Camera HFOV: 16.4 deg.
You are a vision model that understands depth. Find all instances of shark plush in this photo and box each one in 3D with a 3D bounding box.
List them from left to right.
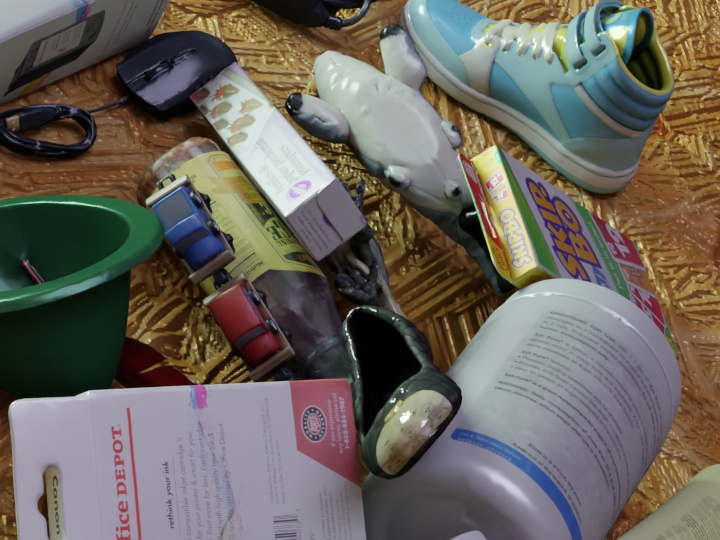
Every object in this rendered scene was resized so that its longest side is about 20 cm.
[{"bbox_3d":[0.042,-0.074,1.621,0.200,0.083,0.091,39,77,12],"label":"shark plush"}]

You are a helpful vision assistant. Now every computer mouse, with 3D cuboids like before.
[{"bbox_3d":[-0.151,-0.115,1.585,0.059,0.034,0.200,47,44,15],"label":"computer mouse"}]

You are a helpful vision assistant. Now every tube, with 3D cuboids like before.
[{"bbox_3d":[0.182,0.168,1.472,0.058,0.052,0.200,36,28,13],"label":"tube"}]

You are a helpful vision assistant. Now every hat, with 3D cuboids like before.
[{"bbox_3d":[-0.171,0.067,1.411,0.200,0.176,0.166,6,27,33],"label":"hat"}]

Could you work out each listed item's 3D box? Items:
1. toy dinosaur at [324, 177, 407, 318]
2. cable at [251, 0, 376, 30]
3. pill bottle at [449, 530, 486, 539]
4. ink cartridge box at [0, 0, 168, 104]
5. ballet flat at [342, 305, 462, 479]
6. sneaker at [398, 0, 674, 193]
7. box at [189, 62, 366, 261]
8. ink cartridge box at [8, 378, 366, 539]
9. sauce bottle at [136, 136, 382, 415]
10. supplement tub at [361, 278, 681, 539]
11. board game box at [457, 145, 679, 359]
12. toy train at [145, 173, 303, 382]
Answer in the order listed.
[{"bbox_3d":[0.000,0.000,1.528,0.047,0.088,0.200,-27,63,-8],"label":"toy dinosaur"},{"bbox_3d":[-0.068,-0.252,1.752,0.200,0.051,0.163,26,42,-7],"label":"cable"},{"bbox_3d":[0.081,0.242,1.310,0.112,0.112,0.200,-20,71,-42],"label":"pill bottle"},{"bbox_3d":[-0.231,-0.188,1.567,0.148,0.086,0.200,46,45,14],"label":"ink cartridge box"},{"bbox_3d":[0.014,0.067,1.362,0.057,0.066,0.200,45,4,-11],"label":"ballet flat"},{"bbox_3d":[0.130,-0.157,1.721,0.200,0.131,0.080,35,43,3],"label":"sneaker"},{"bbox_3d":[-0.053,-0.069,1.526,0.041,0.039,0.200,54,-2,-31],"label":"box"},{"bbox_3d":[-0.101,0.122,1.329,0.200,0.067,0.117,0,80,-30],"label":"ink cartridge box"},{"bbox_3d":[-0.056,0.010,1.502,0.066,0.066,0.200,-22,66,-42],"label":"sauce bottle"},{"bbox_3d":[0.094,0.108,1.448,0.132,0.132,0.200,37,42,5],"label":"supplement tub"},{"bbox_3d":[0.132,-0.008,1.590,0.200,0.030,0.096,27,37,-48],"label":"board game box"},{"bbox_3d":[-0.067,0.030,1.443,0.200,0.034,0.046,59,12,11],"label":"toy train"}]
